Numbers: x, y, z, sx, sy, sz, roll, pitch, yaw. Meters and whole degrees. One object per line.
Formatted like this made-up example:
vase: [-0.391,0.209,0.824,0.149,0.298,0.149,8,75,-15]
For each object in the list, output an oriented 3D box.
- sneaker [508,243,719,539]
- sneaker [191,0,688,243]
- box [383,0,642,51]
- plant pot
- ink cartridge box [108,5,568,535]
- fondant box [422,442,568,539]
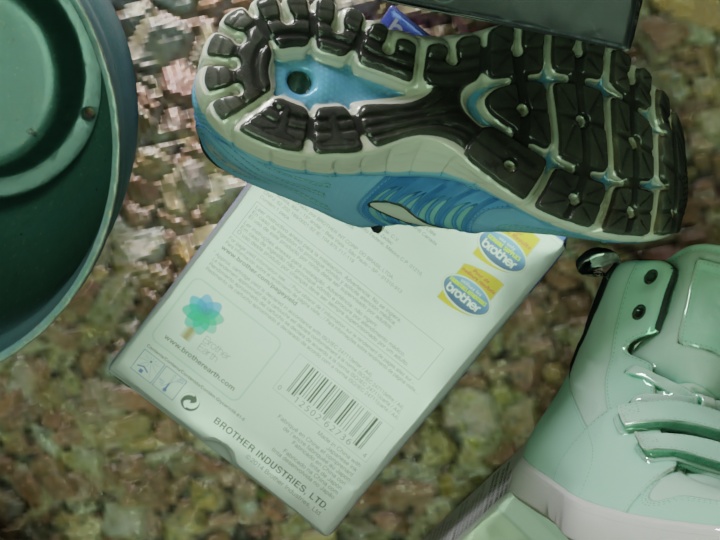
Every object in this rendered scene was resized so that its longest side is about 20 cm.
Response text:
sneaker: [0.117,0.047,0.713,0.074,0.200,0.119,20,90,-18]
sneaker: [0.030,-0.051,0.768,0.199,0.090,0.079,13,71,-13]
box: [0.070,-0.195,0.727,0.106,0.122,0.201,12,107,5]
plant pot: [-0.173,-0.068,0.797,0.200,0.134,0.201,3,106,9]
ink cartridge box: [0.000,0.000,0.838,0.119,0.042,0.200,38,110,-2]
fondant box: [0.062,0.187,0.872,0.144,0.058,0.200,43,109,-5]
